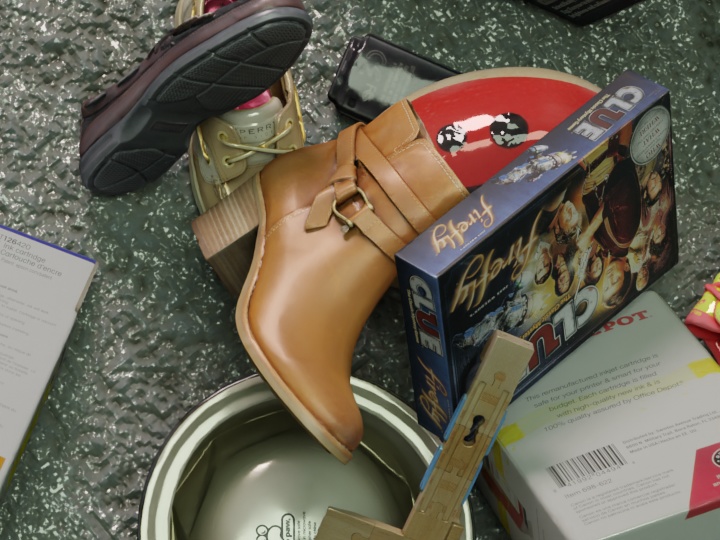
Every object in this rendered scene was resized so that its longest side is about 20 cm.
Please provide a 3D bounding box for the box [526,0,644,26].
[{"bbox_3d":[0.107,-0.286,1.761,0.199,0.117,0.198,23,75,-18],"label":"box"}]

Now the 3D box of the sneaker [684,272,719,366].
[{"bbox_3d":[0.244,0.013,1.762,0.090,0.078,0.202,0,79,-7],"label":"sneaker"}]

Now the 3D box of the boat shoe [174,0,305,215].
[{"bbox_3d":[-0.071,-0.089,1.735,0.073,0.069,0.201,-14,81,-11],"label":"boat shoe"}]

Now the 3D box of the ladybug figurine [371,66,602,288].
[{"bbox_3d":[0.079,-0.052,1.728,0.199,0.072,0.137,-18,99,3],"label":"ladybug figurine"}]

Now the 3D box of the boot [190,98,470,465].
[{"bbox_3d":[0.000,0.000,1.639,0.154,0.074,0.201,-30,58,4],"label":"boot"}]

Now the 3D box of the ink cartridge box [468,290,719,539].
[{"bbox_3d":[0.153,0.112,1.667,0.144,0.200,0.084,-18,126,-12],"label":"ink cartridge box"}]

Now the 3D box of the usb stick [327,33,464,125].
[{"bbox_3d":[0.078,-0.087,1.778,0.199,0.033,0.056,23,85,-4],"label":"usb stick"}]

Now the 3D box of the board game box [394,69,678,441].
[{"bbox_3d":[0.106,-0.007,1.646,0.035,0.136,0.200,30,55,35],"label":"board game box"}]

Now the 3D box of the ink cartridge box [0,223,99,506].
[{"bbox_3d":[-0.273,0.037,1.664,0.196,0.047,0.201,21,39,-1],"label":"ink cartridge box"}]

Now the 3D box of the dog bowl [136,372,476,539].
[{"bbox_3d":[-0.035,0.161,1.689,0.198,0.074,0.202,2,79,-8],"label":"dog bowl"}]

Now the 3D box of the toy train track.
[{"bbox_3d":[0.046,0.121,1.619,0.114,0.033,0.201,21,110,-10],"label":"toy train track"}]

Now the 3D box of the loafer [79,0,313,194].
[{"bbox_3d":[-0.107,-0.118,1.683,0.072,0.200,0.063,7,56,-42],"label":"loafer"}]
